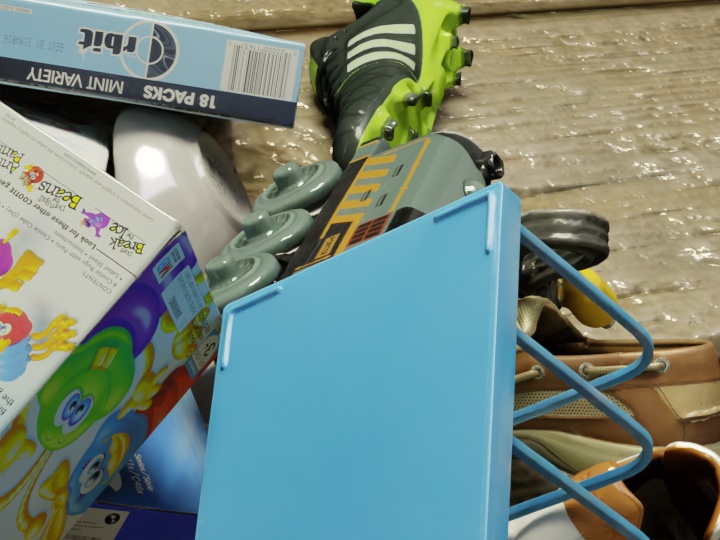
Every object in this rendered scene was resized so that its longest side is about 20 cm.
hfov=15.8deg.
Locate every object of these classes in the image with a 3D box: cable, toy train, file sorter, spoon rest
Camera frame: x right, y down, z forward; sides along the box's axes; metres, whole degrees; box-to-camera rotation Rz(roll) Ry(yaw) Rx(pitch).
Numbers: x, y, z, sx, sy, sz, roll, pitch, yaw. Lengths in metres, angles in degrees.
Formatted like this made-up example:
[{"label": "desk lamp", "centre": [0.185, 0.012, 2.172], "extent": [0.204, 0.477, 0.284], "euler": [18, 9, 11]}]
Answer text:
[{"label": "cable", "centre": [0.075, -0.006, 1.223], "extent": [0.097, 0.200, 0.050], "euler": [9, 72, 7]}, {"label": "toy train", "centre": [0.000, 0.000, 1.131], "extent": [0.114, 0.085, 0.200], "euler": [-19, 18, 23]}, {"label": "file sorter", "centre": [0.029, 0.099, 0.953], "extent": [0.123, 0.139, 0.200], "euler": [37, 43, -37]}, {"label": "spoon rest", "centre": [-0.084, -0.002, 1.219], "extent": [0.061, 0.099, 0.200], "euler": [-29, 38, 13]}]

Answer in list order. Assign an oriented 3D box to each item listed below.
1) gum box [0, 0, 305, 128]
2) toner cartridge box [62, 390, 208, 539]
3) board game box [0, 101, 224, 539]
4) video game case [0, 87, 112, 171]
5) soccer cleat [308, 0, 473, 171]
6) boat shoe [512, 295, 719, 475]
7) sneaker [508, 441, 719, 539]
[{"label": "gum box", "centre": [-0.129, -0.112, 1.307], "extent": [0.169, 0.045, 0.200], "euler": [8, 5, -12]}, {"label": "toner cartridge box", "centre": [-0.127, 0.044, 1.120], "extent": [0.095, 0.043, 0.200], "euler": [12, 36, -36]}, {"label": "board game box", "centre": [-0.158, 0.053, 0.985], "extent": [0.105, 0.103, 0.200], "euler": [34, 73, 23]}, {"label": "video game case", "centre": [-0.215, -0.082, 1.226], "extent": [0.199, 0.024, 0.182], "euler": [19, 7, -7]}, {"label": "soccer cleat", "centre": [0.005, -0.095, 1.414], "extent": [0.081, 0.068, 0.200], "euler": [4, 29, 14]}, {"label": "boat shoe", "centre": [0.075, 0.047, 1.170], "extent": [0.199, 0.074, 0.076], "euler": [8, 13, 25]}, {"label": "sneaker", "centre": [0.143, 0.118, 1.082], "extent": [0.200, 0.085, 0.073], "euler": [13, 39, -52]}]
